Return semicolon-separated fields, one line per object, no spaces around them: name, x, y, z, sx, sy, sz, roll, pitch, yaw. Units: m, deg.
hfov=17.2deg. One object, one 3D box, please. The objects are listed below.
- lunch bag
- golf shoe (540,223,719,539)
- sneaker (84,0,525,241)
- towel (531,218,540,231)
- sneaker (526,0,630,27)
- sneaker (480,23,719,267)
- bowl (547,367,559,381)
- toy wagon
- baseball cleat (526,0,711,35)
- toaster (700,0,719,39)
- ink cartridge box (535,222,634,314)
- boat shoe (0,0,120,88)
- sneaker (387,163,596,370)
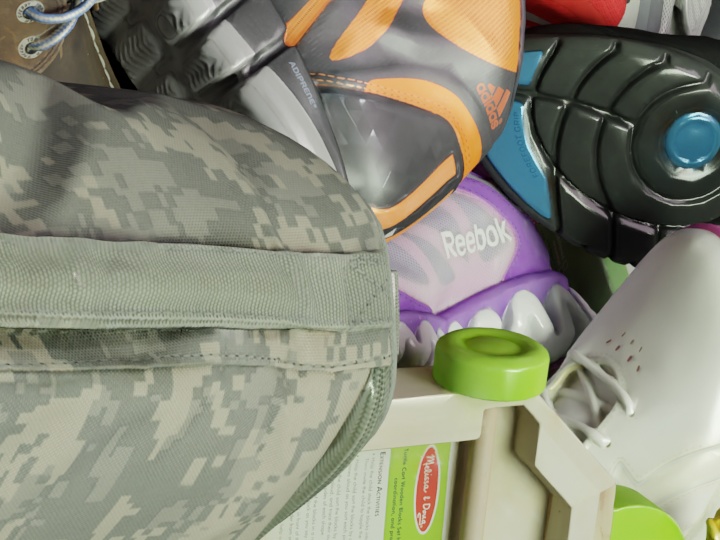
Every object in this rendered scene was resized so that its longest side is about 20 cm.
lunch bag;-0.106;0.014;0.492;0.200;0.167;0.140;4;77;-55
golf shoe;0.060;0.074;0.740;0.091;0.075;0.201;15;106;-37
sneaker;-0.028;-0.104;0.669;0.112;0.077;0.201;-31;93;-31
towel;0.041;-0.110;0.868;0.146;0.030;0.201;43;48;-41
sneaker;-0.001;-0.102;0.757;0.199;0.077;0.085;18;75;-29
sneaker;0.120;-0.044;0.803;0.199;0.074;0.082;13;26;-23
bowl;0.131;0.103;0.883;0.200;0.094;0.202;20;66;-52
toy wagon;0.018;0.093;0.676;0.199;0.040;0.156;-4;110;-27
baseball cleat;0.091;-0.159;0.885;0.106;0.069;0.201;24;71;-54
toaster;0.181;-0.071;0.983;0.181;0.118;0.201;49;44;-36
ink cartridge box;0.175;0.028;0.841;0.199;0.048;0.146;-1;55;-20
boat shoe;-0.101;-0.081;0.610;0.201;0.072;0.072;59;39;-27
sneaker;0.000;0.000;0.742;0.200;0.080;0.089;-5;76;-58
